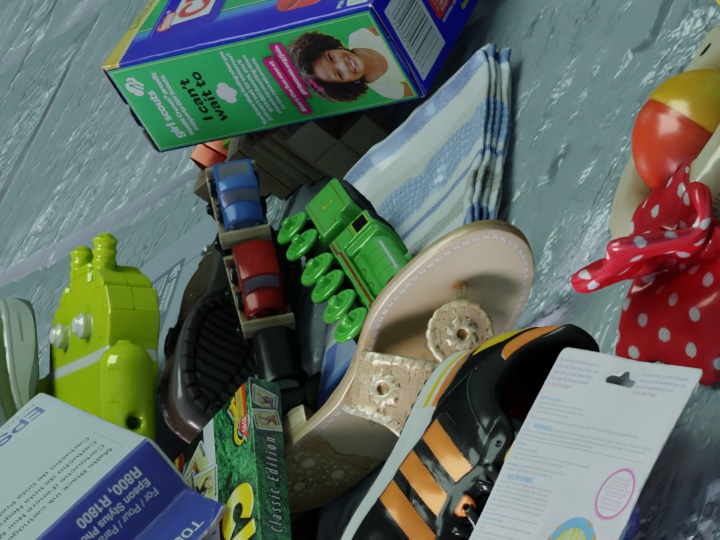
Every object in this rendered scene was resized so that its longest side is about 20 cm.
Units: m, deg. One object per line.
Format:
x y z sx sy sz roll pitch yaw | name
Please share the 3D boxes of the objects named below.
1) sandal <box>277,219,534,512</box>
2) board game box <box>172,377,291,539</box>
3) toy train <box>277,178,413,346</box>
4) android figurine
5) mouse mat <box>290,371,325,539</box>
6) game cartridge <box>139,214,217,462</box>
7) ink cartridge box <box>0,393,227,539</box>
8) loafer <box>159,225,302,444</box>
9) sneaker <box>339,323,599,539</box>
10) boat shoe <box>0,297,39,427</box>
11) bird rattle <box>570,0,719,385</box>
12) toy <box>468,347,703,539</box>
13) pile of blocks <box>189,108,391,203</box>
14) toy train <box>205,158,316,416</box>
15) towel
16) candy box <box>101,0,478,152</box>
0.023 0.070 1.438 0.212 0.077 0.070 -47 41 33 | sandal
-0.067 0.160 1.446 0.105 0.023 0.200 -46 35 36 | board game box
0.000 0.000 1.560 0.056 0.042 0.200 -45 22 4 | toy train
-0.151 0.081 1.669 0.182 0.041 0.201 162 110 -67 | android figurine
-0.085 0.157 1.598 0.200 0.008 0.161 -42 24 27 | mouse mat
-0.124 0.058 1.796 0.133 0.040 0.200 -40 25 42 | game cartridge
-0.186 0.155 1.497 0.200 0.041 0.200 -44 26 -17 | ink cartridge box
-0.076 0.047 1.671 0.071 0.073 0.200 -54 10 29 | loafer
0.049 0.103 1.299 0.090 0.070 0.200 -33 27 50 | sneaker
-0.219 0.097 1.685 0.075 0.065 0.203 116 155 -47 | boat shoe
0.163 -0.048 1.313 0.163 0.112 0.201 -154 86 -81 | bird rattle
0.081 0.133 1.220 0.200 0.047 0.115 -60 25 -11 | toy
-0.049 -0.092 1.831 0.200 0.062 0.082 -16 42 58 | pile of blocks
-0.057 0.009 1.615 0.034 0.046 0.200 -11 49 -5 | toy train
0.028 -0.027 1.619 0.147 0.024 0.200 -42 24 31 | towel
-0.031 -0.162 1.768 0.199 0.077 0.169 -12 34 34 | candy box
